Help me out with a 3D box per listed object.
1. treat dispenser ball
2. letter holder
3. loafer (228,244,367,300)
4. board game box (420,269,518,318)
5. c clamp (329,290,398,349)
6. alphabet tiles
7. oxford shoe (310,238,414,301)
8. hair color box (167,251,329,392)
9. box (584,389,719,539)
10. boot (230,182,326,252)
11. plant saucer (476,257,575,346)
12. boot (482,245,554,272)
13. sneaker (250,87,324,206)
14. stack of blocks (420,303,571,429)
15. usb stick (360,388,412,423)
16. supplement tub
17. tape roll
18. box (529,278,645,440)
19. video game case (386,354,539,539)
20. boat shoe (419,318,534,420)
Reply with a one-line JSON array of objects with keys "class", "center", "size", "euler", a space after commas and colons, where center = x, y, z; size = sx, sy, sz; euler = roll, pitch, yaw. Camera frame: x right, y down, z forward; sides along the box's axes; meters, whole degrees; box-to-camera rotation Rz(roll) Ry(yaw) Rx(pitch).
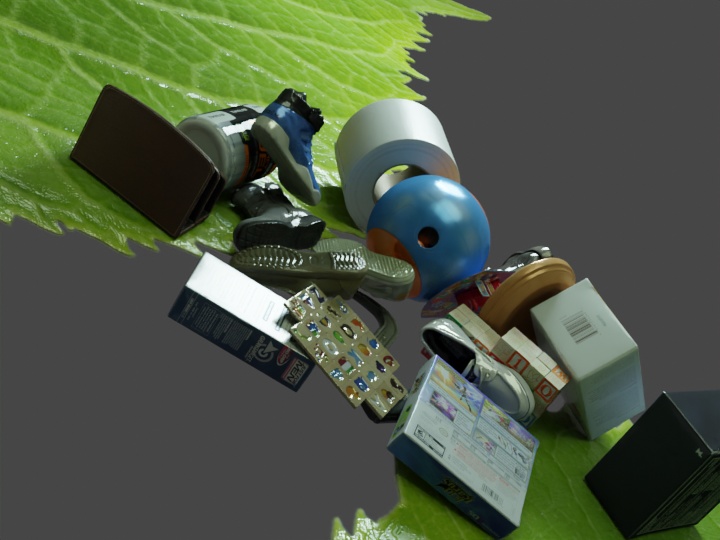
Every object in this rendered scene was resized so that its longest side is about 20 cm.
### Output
[{"class": "treat dispenser ball", "center": [0.108, -0.051, 1.797], "size": [0.200, 0.201, 0.201], "euler": [26, 30, -16]}, {"class": "letter holder", "center": [-0.291, -0.172, 1.622], "size": [0.199, 0.143, 0.101], "euler": [37, 29, 5]}, {"class": "loafer", "center": [-0.090, 0.011, 1.614], "size": [0.198, 0.068, 0.076], "euler": [5, 27, 0]}, {"class": "board game box", "center": [0.193, 0.055, 1.793], "size": [0.199, 0.158, 0.039], "euler": [3, 59, -45]}, {"class": "c clamp", "center": [-0.027, 0.068, 1.659], "size": [0.171, 0.027, 0.200], "euler": [40, 29, 10]}, {"class": "alphabet tiles", "center": [-0.019, 0.106, 1.522], "size": [0.200, 0.006, 0.166], "euler": [49, 26, 3]}, {"class": "oxford shoe", "center": [0.000, 0.000, 1.730], "size": [0.199, 0.058, 0.075], "euler": [22, 41, 36]}, {"class": "hair color box", "center": [-0.146, 0.068, 1.497], "size": [0.199, 0.061, 0.100], "euler": [31, 29, -7]}, {"class": "box", "center": [0.478, 0.284, 1.684], "size": [0.197, 0.201, 0.124], "euler": [3, 42, -44]}, {"class": "boot", "center": [-0.157, -0.080, 1.721], "size": [0.131, 0.070, 0.199], "euler": [38, 22, 25]}, {"class": "plant saucer", "center": [0.266, 0.070, 1.781], "size": [0.199, 0.201, 0.037], "euler": [3, 35, -44]}, {"class": "boot", "center": [0.222, 0.020, 1.917], "size": [0.173, 0.200, 0.070], "euler": [-22, 80, -22]}, {"class": "sneaker", "center": [-0.089, -0.197, 1.761], "size": [0.076, 0.112, 0.200], "euler": [20, -26, 39]}, {"class": "stack of blocks", "center": [0.202, 0.142, 1.697], "size": [0.200, 0.116, 0.058], "euler": [42, 29, 14]}, {"class": "usb stick", "center": [0.082, 0.189, 1.586], "size": [0.199, 0.033, 0.056], "euler": [4, 42, -43]}, {"class": "supplement tub", "center": [-0.201, -0.194, 1.772], "size": [0.122, 0.123, 0.200], "euler": [41, 29, 12]}, {"class": "tape roll", "center": [0.062, -0.174, 1.936], "size": [0.201, 0.203, 0.140], "euler": [20, 31, -24]}, {"class": "box", "center": [0.358, 0.141, 1.766], "size": [0.153, 0.106, 0.200], "euler": [59, -4, 38]}, {"class": "video game case", "center": [0.143, 0.236, 1.527], "size": [0.200, 0.045, 0.182], "euler": [40, 35, -6]}, {"class": "boat shoe", "center": [0.166, 0.146, 1.641], "size": [0.200, 0.072, 0.066], "euler": [47, 21, 13]}]
